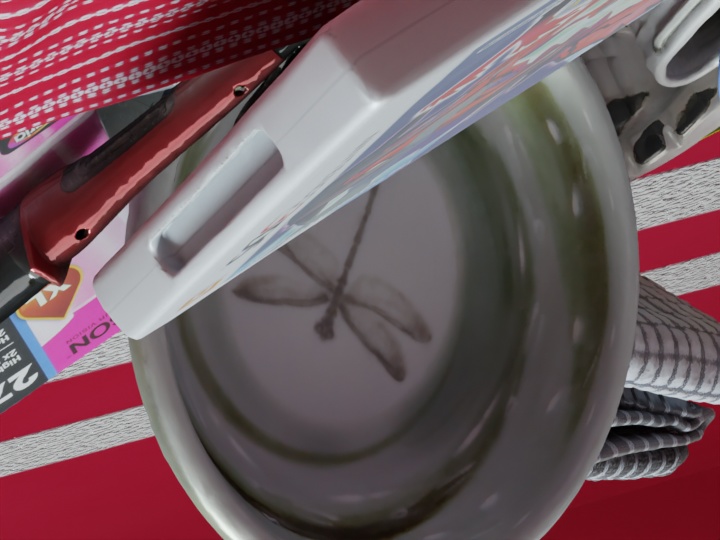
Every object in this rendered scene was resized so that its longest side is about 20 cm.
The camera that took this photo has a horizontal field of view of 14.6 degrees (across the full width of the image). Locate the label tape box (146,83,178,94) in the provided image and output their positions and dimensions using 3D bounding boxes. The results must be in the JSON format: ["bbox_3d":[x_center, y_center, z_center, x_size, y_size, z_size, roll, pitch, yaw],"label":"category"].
[{"bbox_3d":[0.004,-0.116,0.700,0.144,0.064,0.200,-16,169,-10],"label":"label tape box"}]

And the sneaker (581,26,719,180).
[{"bbox_3d":[0.125,-0.076,1.036,0.199,0.075,0.085,-19,172,21],"label":"sneaker"}]

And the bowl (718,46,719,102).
[{"bbox_3d":[0.190,-0.052,0.691,0.200,0.040,0.201,9,159,3],"label":"bowl"}]

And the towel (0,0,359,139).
[{"bbox_3d":[-0.018,-0.070,0.606,0.144,0.023,0.200,-19,174,-12],"label":"towel"}]

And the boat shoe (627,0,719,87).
[{"bbox_3d":[0.157,-0.119,0.904,0.073,0.066,0.200,-9,166,-35],"label":"boat shoe"}]

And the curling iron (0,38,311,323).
[{"bbox_3d":[-0.075,-0.005,0.753,0.200,0.050,0.026,-34,-162,10],"label":"curling iron"}]

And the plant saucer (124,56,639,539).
[{"bbox_3d":[0.000,0.000,0.853,0.200,0.201,0.050,-7,-175,-40],"label":"plant saucer"}]

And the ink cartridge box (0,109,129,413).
[{"bbox_3d":[-0.108,0.000,0.813,0.095,0.037,0.200,-35,160,-7],"label":"ink cartridge box"}]

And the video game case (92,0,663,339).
[{"bbox_3d":[0.042,-0.063,0.650,0.200,0.023,0.182,-34,178,-25],"label":"video game case"}]

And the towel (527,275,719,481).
[{"bbox_3d":[0.026,0.013,1.026,0.165,0.200,0.086,7,113,-59],"label":"towel"}]

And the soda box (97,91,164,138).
[{"bbox_3d":[-0.117,-0.039,0.876,0.063,0.069,0.200,-24,166,28],"label":"soda box"}]
